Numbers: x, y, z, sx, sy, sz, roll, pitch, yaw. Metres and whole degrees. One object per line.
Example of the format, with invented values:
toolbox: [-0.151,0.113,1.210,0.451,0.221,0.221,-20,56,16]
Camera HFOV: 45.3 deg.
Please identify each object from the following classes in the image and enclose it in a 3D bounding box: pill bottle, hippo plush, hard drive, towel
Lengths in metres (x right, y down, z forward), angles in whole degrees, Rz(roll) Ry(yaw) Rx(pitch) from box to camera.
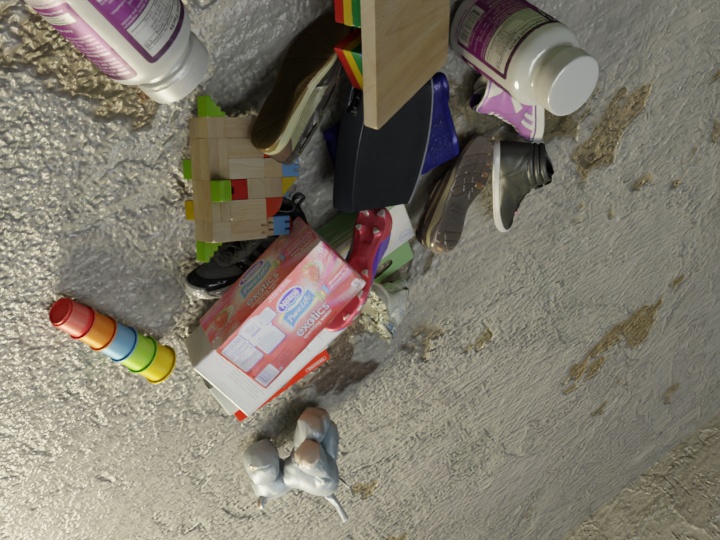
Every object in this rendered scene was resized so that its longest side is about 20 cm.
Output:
pill bottle: [-0.243,-0.260,0.869,0.112,0.112,0.200,-43,142,2]
hippo plush: [-0.124,0.345,1.568,0.160,0.160,0.201,-13,126,12]
hard drive: [0.034,-0.173,1.181,0.134,0.042,0.201,-11,127,-29]
towel: [0.045,-0.188,1.245,0.199,0.050,0.148,-30,134,-14]
pill bottle: [0.219,-0.291,1.151,0.112,0.200,0.113,-23,139,-22]

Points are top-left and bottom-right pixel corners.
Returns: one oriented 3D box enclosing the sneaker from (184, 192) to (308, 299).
sneaker: [-0.157,-0.043,1.190,0.199,0.075,0.114,-24,134,-22]

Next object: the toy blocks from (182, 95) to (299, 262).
toy blocks: [-0.140,-0.117,1.088,0.136,0.100,0.201,-8,100,-36]

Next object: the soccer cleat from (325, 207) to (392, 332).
soccer cleat: [0.000,0.000,1.248,0.201,0.066,0.076,-71,157,-13]

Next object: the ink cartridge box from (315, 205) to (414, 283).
ink cartridge box: [0.019,-0.028,1.374,0.145,0.048,0.200,-36,140,-8]

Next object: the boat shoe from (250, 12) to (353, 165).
boat shoe: [-0.065,-0.224,1.066,0.200,0.073,0.065,-59,143,-7]

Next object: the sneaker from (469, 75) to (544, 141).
sneaker: [0.225,-0.256,1.326,0.114,0.073,0.201,-7,158,8]

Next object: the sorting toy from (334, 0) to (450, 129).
sorting toy: [0.036,-0.310,1.046,0.200,0.069,0.199,-50,149,-41]

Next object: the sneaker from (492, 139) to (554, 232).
sneaker: [0.270,-0.135,1.431,0.099,0.071,0.200,0,140,11]

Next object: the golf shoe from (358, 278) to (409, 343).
golf shoe: [0.038,0.043,1.431,0.097,0.078,0.200,-55,165,-13]

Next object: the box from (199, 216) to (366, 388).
box: [-0.106,0.042,1.156,0.200,0.095,0.103,-47,124,1]

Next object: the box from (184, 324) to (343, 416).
box: [-0.141,0.093,1.278,0.200,0.098,0.124,-42,118,1]

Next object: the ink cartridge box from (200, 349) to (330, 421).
ink cartridge box: [-0.143,0.169,1.427,0.200,0.044,0.174,-35,141,-9]

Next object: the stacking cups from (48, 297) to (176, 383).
stacking cups: [-0.341,0.097,1.179,0.061,0.061,0.200,-46,139,6]

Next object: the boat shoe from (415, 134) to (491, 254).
boat shoe: [0.139,-0.127,1.362,0.074,0.073,0.201,30,84,-43]
